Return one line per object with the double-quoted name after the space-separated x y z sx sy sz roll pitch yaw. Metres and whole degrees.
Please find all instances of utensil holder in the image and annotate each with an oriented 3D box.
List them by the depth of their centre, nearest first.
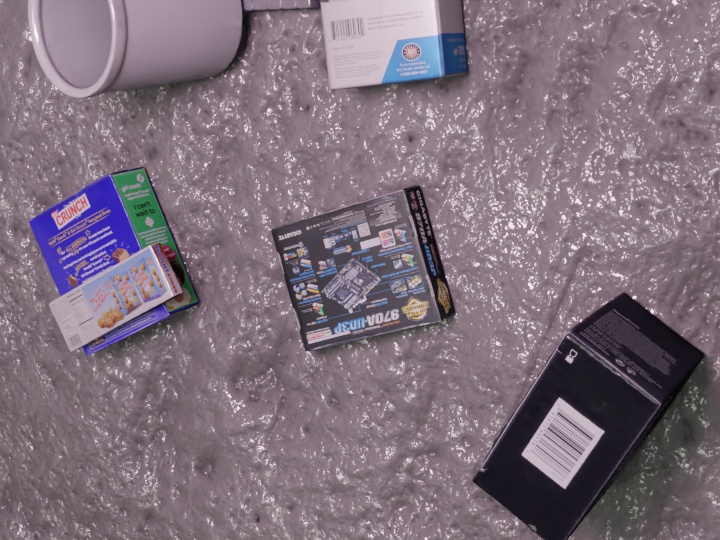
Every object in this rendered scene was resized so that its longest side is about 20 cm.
-0.262 -0.298 1.357 0.168 0.199 0.173 13 110 40 "utensil holder"

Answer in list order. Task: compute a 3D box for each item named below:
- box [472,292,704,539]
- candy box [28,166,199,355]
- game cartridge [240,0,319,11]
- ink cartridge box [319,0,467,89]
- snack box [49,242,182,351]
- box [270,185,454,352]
0.242 0.151 1.199 0.117 0.199 0.198 37 115 17 "box"
-0.332 -0.012 1.544 0.168 0.077 0.202 -23 91 30 "candy box"
-0.106 -0.413 1.364 0.128 0.038 0.203 4 103 23 "game cartridge"
0.033 -0.311 1.279 0.144 0.086 0.203 -1 99 28 "ink cartridge box"
-0.321 0.036 1.490 0.198 0.024 0.073 -26 88 29 "snack box"
0.000 0.000 1.385 0.198 0.046 0.161 -15 93 30 "box"
